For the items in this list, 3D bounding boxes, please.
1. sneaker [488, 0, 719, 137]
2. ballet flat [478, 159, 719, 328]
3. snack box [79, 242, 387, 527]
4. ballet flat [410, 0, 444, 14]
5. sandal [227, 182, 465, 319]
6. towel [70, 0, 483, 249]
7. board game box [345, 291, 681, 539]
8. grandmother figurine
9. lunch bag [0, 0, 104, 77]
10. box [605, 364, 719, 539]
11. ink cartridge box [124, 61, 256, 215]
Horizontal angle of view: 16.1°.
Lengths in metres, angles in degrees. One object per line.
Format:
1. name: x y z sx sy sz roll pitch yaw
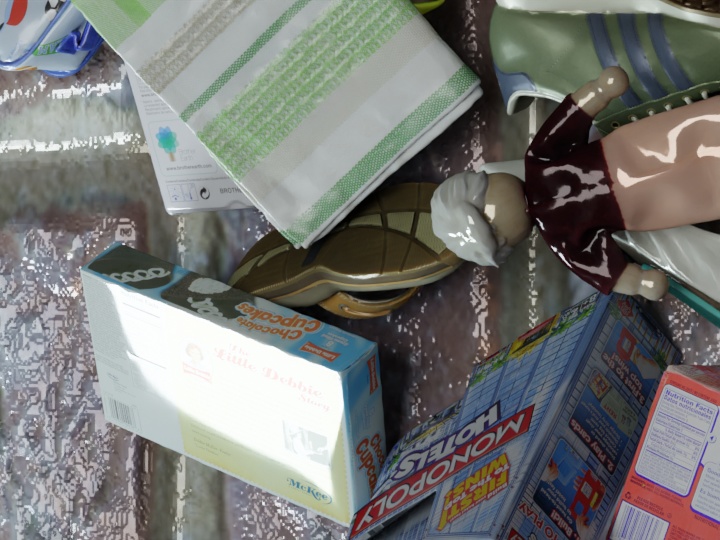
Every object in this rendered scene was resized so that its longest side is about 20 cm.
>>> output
1. sneaker: 0.159 -0.109 1.373 0.200 0.067 0.090 12 111 28
2. ballet flat: 0.158 -0.025 1.373 0.200 0.069 0.069 30 105 26
3. snack box: -0.074 0.066 1.503 0.200 0.037 0.116 21 132 32
4. ballet flat: -0.030 -0.175 1.502 0.200 0.067 0.067 31 126 32
5. sandal: 0.000 0.000 1.470 0.200 0.080 0.054 -15 124 47
6. towel: -0.047 -0.129 1.438 0.149 0.031 0.200 -41 94 19
7. board game box: 0.064 0.123 1.348 0.200 0.200 0.062 -33 109 28
8. grandmother figurine: 0.133 -0.042 1.322 0.200 0.061 0.121 -12 85 15
9. lunch bag: -0.188 -0.222 1.595 0.160 0.076 0.200 47 112 22
10. box: 0.240 0.128 1.288 0.200 0.095 0.103 23 102 31
11. ink cartridge box: -0.088 -0.134 1.499 0.119 0.042 0.200 -2 112 39
